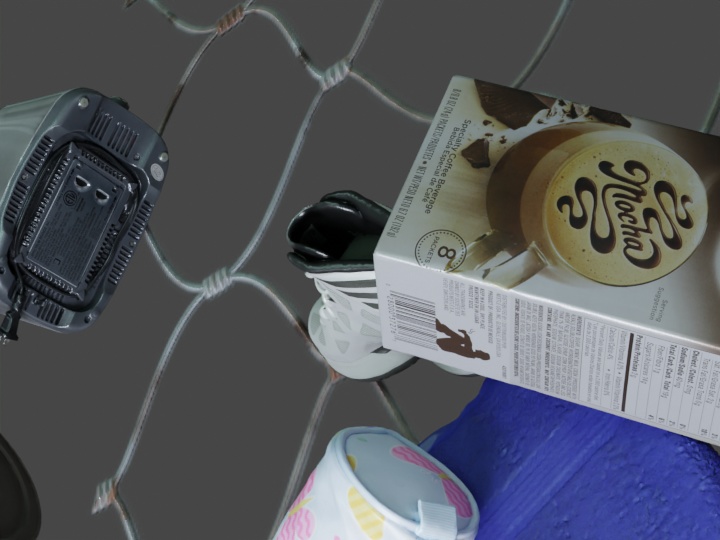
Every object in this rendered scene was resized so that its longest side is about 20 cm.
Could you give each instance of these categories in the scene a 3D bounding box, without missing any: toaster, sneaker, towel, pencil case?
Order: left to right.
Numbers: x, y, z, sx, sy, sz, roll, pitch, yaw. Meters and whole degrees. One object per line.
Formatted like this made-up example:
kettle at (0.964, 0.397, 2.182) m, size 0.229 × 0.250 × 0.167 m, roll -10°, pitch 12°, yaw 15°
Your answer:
toaster at (-0.236, -0.038, 1.158) m, size 0.128 × 0.113 × 0.202 m, roll 5°, pitch 69°, yaw 51°
pencil case at (-0.021, 0.174, 0.766) m, size 0.201 × 0.082 × 0.091 m, roll -60°, pitch 17°, yaw 18°
sneaker at (0.000, 0.000, 0.857) m, size 0.076 × 0.115 × 0.200 m, roll -58°, pitch 21°, yaw -18°
towel at (0.106, 0.117, 0.749) m, size 0.148 × 0.049 × 0.200 m, roll -49°, pitch 37°, yaw 12°

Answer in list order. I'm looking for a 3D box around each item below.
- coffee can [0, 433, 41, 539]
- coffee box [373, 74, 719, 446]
coffee can at (-0.335, 0.193, 1.062) m, size 0.200 × 0.146 × 0.147 m, roll -43°, pitch 40°, yaw 14°
coffee box at (0.118, -0.003, 0.707) m, size 0.198 × 0.080 × 0.114 m, roll 15°, pitch 57°, yaw 16°
